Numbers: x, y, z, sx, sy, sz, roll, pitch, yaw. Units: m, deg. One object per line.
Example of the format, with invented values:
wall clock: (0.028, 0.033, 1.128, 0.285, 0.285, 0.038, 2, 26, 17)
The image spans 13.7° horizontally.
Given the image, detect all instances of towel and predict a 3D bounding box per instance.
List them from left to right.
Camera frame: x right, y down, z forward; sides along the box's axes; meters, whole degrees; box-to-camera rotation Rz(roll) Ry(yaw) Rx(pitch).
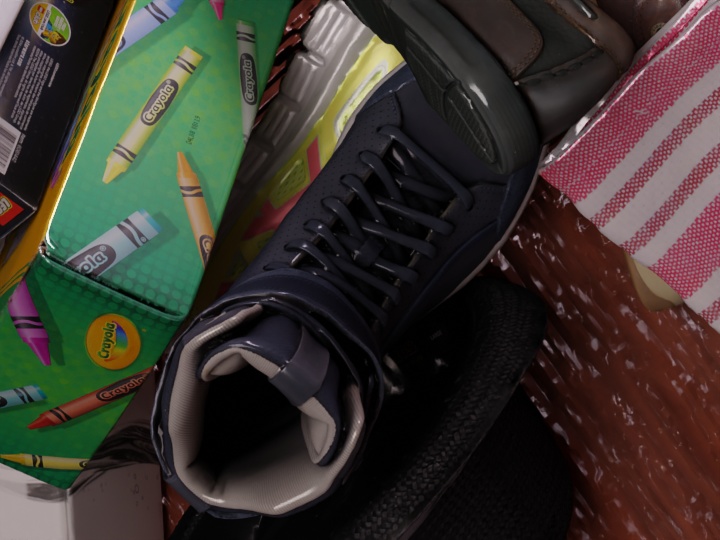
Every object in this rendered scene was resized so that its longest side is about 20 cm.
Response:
towel: (0.180, -0.020, 1.032, 0.200, 0.030, 0.146, 40, 112, -10)

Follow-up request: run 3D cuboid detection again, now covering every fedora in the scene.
fedora: (0.013, 0.099, 1.109, 0.200, 0.201, 0.092, -36, 109, 24)

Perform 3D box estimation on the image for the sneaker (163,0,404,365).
sneaker: (-0.007, -0.020, 1.145, 0.090, 0.078, 0.200, 34, 112, 10)

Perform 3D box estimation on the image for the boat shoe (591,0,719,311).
boat shoe: (0.114, -0.083, 1.066, 0.072, 0.072, 0.201, -10, 109, 13)

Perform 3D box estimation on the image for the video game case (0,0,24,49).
video game case: (-0.169, -0.103, 1.142, 0.023, 0.201, 0.182, 37, 141, -22)

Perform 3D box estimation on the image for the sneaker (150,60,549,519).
sneaker: (0.001, 0.002, 1.040, 0.077, 0.146, 0.203, 38, 95, -4)

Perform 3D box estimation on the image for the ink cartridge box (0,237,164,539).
ink cartridge box: (-0.161, 0.076, 1.221, 0.145, 0.084, 0.201, -1, 92, 27)

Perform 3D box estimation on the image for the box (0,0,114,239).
box: (-0.150, -0.070, 1.141, 0.040, 0.200, 0.137, 38, 133, -22)

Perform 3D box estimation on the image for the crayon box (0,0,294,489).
crayon box: (-0.085, -0.034, 1.100, 0.058, 0.200, 0.119, 25, 138, -10)

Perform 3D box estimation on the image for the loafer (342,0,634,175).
loafer: (0.022, -0.114, 1.050, 0.063, 0.072, 0.200, -31, 56, -8)
